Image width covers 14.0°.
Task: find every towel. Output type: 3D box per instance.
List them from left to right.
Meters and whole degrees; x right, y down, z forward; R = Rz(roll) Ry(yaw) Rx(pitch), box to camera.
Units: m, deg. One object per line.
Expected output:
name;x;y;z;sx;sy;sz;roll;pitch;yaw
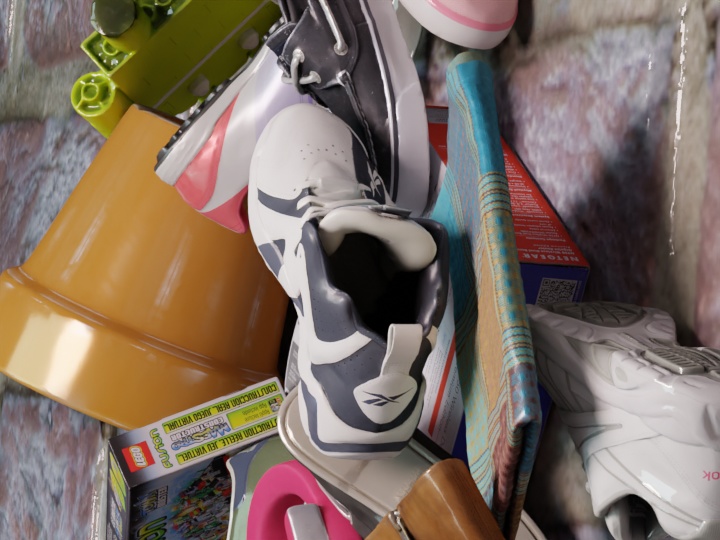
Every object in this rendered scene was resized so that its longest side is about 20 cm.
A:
towel;0.057;0.017;1.370;0.147;0.022;0.200;94;171;-58

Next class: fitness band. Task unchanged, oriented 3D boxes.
fitness band;-0.020;0.196;1.533;0.144;0.037;0.200;111;149;-61

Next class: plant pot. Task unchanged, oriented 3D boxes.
plant pot;-0.123;0.000;1.867;0.184;0.200;0.200;-68;21;3

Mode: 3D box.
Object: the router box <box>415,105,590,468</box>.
router box;0.047;0.041;1.556;0.180;0.049;0.200;-118;37;-56

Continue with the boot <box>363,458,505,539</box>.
boot;0.048;0.212;1.353;0.200;0.068;0.188;53;143;17

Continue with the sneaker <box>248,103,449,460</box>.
sneaker;-0.001;-0.021;1.433;0.130;0.079;0.200;115;155;-55

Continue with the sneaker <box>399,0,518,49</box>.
sneaker;0.052;-0.222;1.561;0.105;0.075;0.201;-54;40;47

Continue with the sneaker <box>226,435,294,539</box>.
sneaker;-0.040;0.192;1.683;0.090;0.067;0.201;2;95;41

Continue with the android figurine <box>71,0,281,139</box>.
android figurine;-0.110;-0.157;1.898;0.041;0.182;0.200;46;179;18

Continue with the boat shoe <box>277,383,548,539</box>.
boat shoe;0.040;0.127;1.466;0.200;0.067;0.057;43;176;19

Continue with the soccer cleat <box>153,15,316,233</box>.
soccer cleat;-0.036;-0.112;1.760;0.200;0.073;0.068;-47;5;9

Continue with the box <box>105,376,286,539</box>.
box;-0.099;0.135;1.787;0.200;0.110;0.035;101;146;-65

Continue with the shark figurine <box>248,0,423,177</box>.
shark figurine;-0.016;-0.127;1.658;0.128;0.089;0.215;139;153;-71

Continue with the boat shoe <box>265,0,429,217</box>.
boat shoe;-0.016;-0.119;1.548;0.072;0.068;0.201;146;111;-70

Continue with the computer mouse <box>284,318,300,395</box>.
computer mouse;0.000;0.000;1.713;0.110;0.044;0.201;-135;56;-64

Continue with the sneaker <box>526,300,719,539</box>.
sneaker;0.116;0.071;1.321;0.200;0.078;0.100;-144;57;-69
